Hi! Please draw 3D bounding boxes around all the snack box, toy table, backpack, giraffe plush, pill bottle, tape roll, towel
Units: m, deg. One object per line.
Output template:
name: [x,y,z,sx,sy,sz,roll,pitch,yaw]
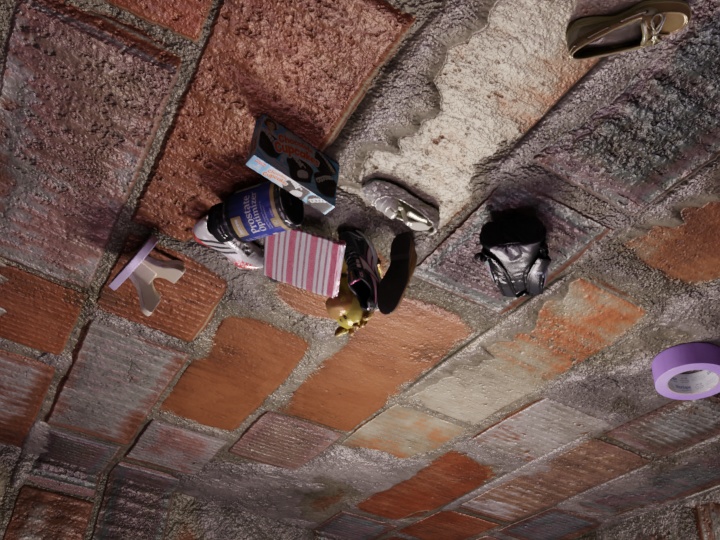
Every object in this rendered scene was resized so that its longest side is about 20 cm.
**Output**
snack box: [-0.131,-0.211,1.416,0.198,0.118,0.037,30,137,-29]
toy table: [-0.514,0.011,1.719,0.117,0.186,0.199,41,141,-16]
backpack: [0.354,-0.029,1.580,0.163,0.129,0.201,2,145,24]
giraffe plush: [-0.033,0.069,1.722,0.195,0.165,0.174,13,142,-9]
pill bottle: [-0.229,-0.126,1.542,0.195,0.114,0.112,-14,139,23]
tape roll: [0.911,0.280,1.954,0.194,0.067,0.202,3,143,2]
towel: [-0.133,-0.029,1.637,0.195,0.030,0.150,17,120,12]

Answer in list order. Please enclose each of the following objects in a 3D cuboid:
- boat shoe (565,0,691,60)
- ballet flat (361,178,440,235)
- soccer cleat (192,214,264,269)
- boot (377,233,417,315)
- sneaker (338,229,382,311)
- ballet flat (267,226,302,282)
boat shoe: [0.439,-0.388,1.161,0.195,0.064,0.074,-5,142,13]
ballet flat: [0.092,-0.133,1.531,0.196,0.073,0.072,22,140,-19]
soccer cleat: [-0.299,-0.066,1.666,0.197,0.070,0.085,29,141,-21]
boot: [0.093,0.021,1.617,0.072,0.204,0.076,-1,148,31]
sneaker: [0.000,0.000,1.618,0.080,0.203,0.086,-35,168,32]
ballet flat: [-0.181,-0.050,1.697,0.066,0.057,0.202,32,134,2]
